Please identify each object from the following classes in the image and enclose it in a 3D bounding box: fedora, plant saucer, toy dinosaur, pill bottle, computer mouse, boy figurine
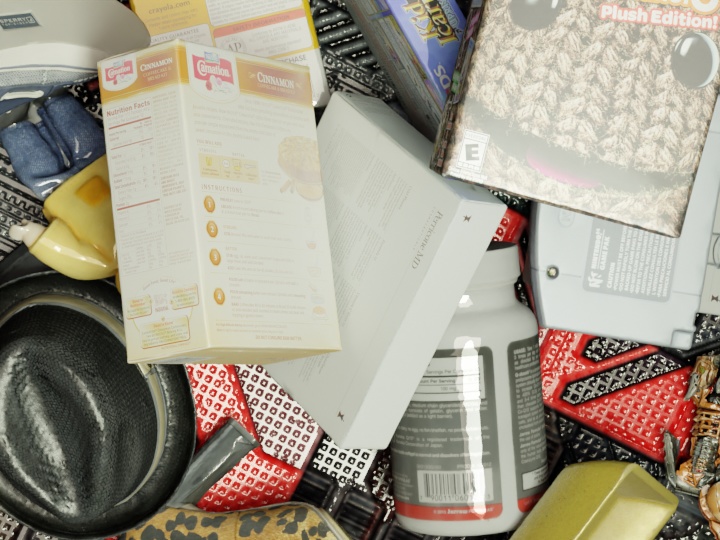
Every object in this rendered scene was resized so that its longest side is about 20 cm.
[{"bbox_3d":[-0.210,0.104,1.501,0.199,0.092,0.202,1,102,4],"label":"fedora"},{"bbox_3d":[0.139,0.220,1.559,0.048,0.200,0.200,37,90,22],"label":"plant saucer"},{"bbox_3d":[0.298,0.162,1.608,0.135,0.102,0.201,-8,102,4],"label":"toy dinosaur"},{"bbox_3d":[0.075,0.083,1.558,0.115,0.116,0.201,-4,95,-6],"label":"pill bottle"},{"bbox_3d":[-0.206,0.013,1.552,0.200,0.053,0.139,-44,97,-1],"label":"computer mouse"},{"bbox_3d":[-0.183,-0.043,1.495,0.124,0.064,0.200,-30,75,-26],"label":"boy figurine"}]

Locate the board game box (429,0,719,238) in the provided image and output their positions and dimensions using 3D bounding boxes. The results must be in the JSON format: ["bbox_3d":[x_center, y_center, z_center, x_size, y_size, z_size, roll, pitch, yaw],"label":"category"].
[{"bbox_3d":[0.147,-0.138,1.367,0.158,0.097,0.201,14,94,-4],"label":"board game box"}]

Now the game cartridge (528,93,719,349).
[{"bbox_3d":[0.190,-0.051,1.549,0.132,0.040,0.201,9,94,-10],"label":"game cartridge"}]

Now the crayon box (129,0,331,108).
[{"bbox_3d":[-0.104,-0.203,1.545,0.125,0.052,0.201,-14,97,-5],"label":"crayon box"}]

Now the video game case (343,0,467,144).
[{"bbox_3d":[0.029,-0.181,1.495,0.045,0.181,0.201,-30,98,-4],"label":"video game case"}]

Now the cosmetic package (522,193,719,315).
[{"bbox_3d":[0.212,-0.076,1.593,0.150,0.052,0.201,8,94,-9],"label":"cosmetic package"}]

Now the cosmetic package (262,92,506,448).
[{"bbox_3d":[0.000,0.000,1.502,0.051,0.151,0.201,6,118,-43],"label":"cosmetic package"}]

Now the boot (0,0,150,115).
[{"bbox_3d":[-0.237,-0.140,1.457,0.090,0.199,0.073,-50,64,33],"label":"boot"}]

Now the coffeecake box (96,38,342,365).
[{"bbox_3d":[-0.092,-0.041,1.434,0.073,0.153,0.201,-11,81,32],"label":"coffeecake box"}]

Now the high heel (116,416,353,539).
[{"bbox_3d":[-0.079,0.221,1.553,0.143,0.071,0.200,-45,68,-5],"label":"high heel"}]
